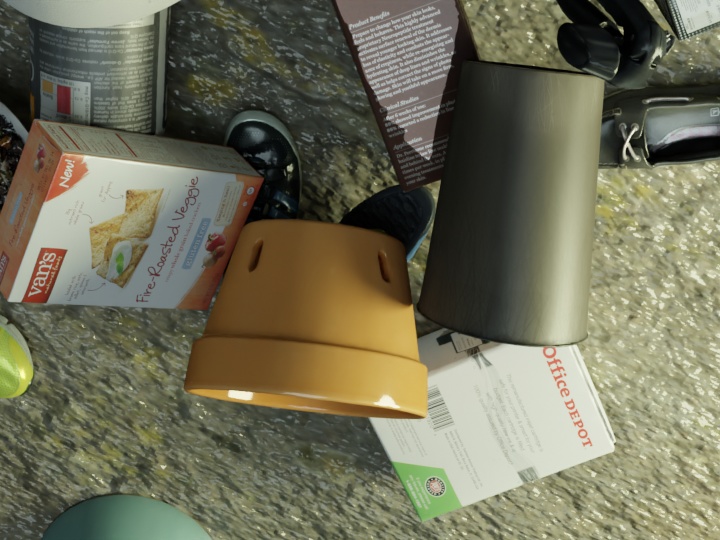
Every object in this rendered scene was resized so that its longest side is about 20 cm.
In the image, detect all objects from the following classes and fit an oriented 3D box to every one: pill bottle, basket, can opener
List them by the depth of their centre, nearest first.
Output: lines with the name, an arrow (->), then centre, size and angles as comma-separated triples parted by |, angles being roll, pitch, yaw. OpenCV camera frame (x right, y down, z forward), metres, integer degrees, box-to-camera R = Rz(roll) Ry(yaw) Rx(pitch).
can opener -> 0.189, -0.200, 1.066 | 0.078, 0.201, 0.064 | 23, 118, -17
basket -> 0.123, -0.059, 1.083 | 0.134, 0.180, 0.202 | 5, 99, -8
pill bottle -> -0.216, -0.161, 1.139 | 0.115, 0.117, 0.202 | 6, 115, -1

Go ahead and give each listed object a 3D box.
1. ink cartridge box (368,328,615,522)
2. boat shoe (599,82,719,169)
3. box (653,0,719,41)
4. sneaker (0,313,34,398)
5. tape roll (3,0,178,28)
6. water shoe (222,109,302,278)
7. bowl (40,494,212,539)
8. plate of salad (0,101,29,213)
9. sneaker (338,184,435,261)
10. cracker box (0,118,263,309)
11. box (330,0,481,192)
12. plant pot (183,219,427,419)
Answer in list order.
ink cartridge box -> 0.117, 0.124, 1.274 | 0.198, 0.085, 0.147 | -22, 112, 11
boat shoe -> 0.269, -0.123, 1.175 | 0.198, 0.057, 0.067 | -10, 114, 6
box -> 0.219, -0.291, 1.045 | 0.044, 0.161, 0.201 | -20, 112, 12
sneaker -> -0.392, 0.063, 1.260 | 0.199, 0.090, 0.078 | 35, 109, -15
tape roll -> -0.205, -0.277, 1.055 | 0.200, 0.205, 0.037 | 5, 154, -1
water shoe -> -0.088, -0.038, 1.211 | 0.071, 0.079, 0.202 | 1, 114, 1
bowl -> -0.238, 0.336, 1.370 | 0.198, 0.105, 0.203 | 1, 113, 2
plate of salad -> -0.323, -0.065, 1.173 | 0.199, 0.048, 0.202 | 24, 129, 33
sneaker -> 0.000, 0.000, 1.238 | 0.066, 0.078, 0.200 | 44, 107, 15
cracker box -> -0.190, -0.040, 1.120 | 0.199, 0.058, 0.135 | 4, 120, -43
box -> 0.047, -0.179, 1.149 | 0.099, 0.075, 0.202 | -17, 114, 9
plant pot -> -0.037, 0.041, 1.124 | 0.198, 0.200, 0.142 | 7, 81, -2
